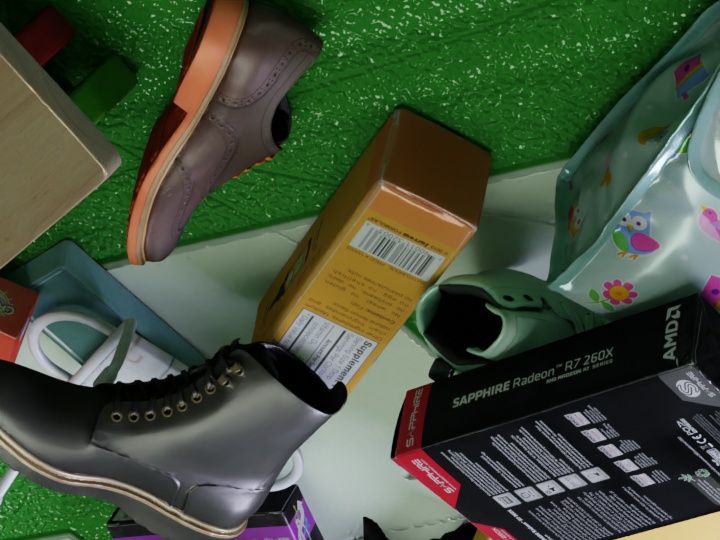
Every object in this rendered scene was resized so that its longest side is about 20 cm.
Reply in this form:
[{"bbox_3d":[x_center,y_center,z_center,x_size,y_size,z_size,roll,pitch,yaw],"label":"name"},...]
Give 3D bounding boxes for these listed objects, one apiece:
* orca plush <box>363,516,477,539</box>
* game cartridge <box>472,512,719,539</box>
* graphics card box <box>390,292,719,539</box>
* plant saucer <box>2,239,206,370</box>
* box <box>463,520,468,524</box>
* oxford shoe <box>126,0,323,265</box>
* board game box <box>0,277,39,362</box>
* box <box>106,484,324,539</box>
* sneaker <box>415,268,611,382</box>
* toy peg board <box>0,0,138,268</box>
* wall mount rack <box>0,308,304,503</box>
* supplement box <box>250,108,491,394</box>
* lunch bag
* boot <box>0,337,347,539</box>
[{"bbox_3d":[0.101,0.155,1.497,0.199,0.105,0.071,2,116,2],"label":"orca plush"},{"bbox_3d":[0.157,0.195,1.446,0.199,0.032,0.177,17,109,-14],"label":"game cartridge"},{"bbox_3d":[0.132,0.089,1.291,0.199,0.051,0.125,-21,132,37],"label":"graphics card box"},{"bbox_3d":[-0.138,0.060,1.521,0.070,0.019,0.200,-28,120,35],"label":"plant saucer"},{"bbox_3d":[0.082,0.259,1.639,0.136,0.039,0.200,28,135,-11],"label":"box"},{"bbox_3d":[-0.081,-0.067,1.344,0.072,0.071,0.200,19,136,-10],"label":"oxford shoe"},{"bbox_3d":[-0.300,0.056,1.532,0.152,0.040,0.200,23,139,-3],"label":"board game box"},{"bbox_3d":[-0.070,0.236,1.632,0.142,0.036,0.201,-7,120,29],"label":"box"},{"bbox_3d":[0.124,0.053,1.326,0.200,0.118,0.074,19,101,27],"label":"sneaker"},{"bbox_3d":[-0.243,-0.102,1.355,0.199,0.098,0.200,48,129,-9],"label":"toy peg board"},{"bbox_3d":[-0.143,0.118,1.511,0.200,0.075,0.174,32,131,-15],"label":"wall mount rack"},{"bbox_3d":[0.000,0.000,1.389,0.069,0.067,0.200,26,135,-13],"label":"supplement box"},{"bbox_3d":[0.217,-0.044,1.247,0.170,0.122,0.200,28,130,-14],"label":"lunch bag"},{"bbox_3d":[-0.121,0.070,1.391,0.199,0.078,0.138,26,122,-27],"label":"boot"}]
